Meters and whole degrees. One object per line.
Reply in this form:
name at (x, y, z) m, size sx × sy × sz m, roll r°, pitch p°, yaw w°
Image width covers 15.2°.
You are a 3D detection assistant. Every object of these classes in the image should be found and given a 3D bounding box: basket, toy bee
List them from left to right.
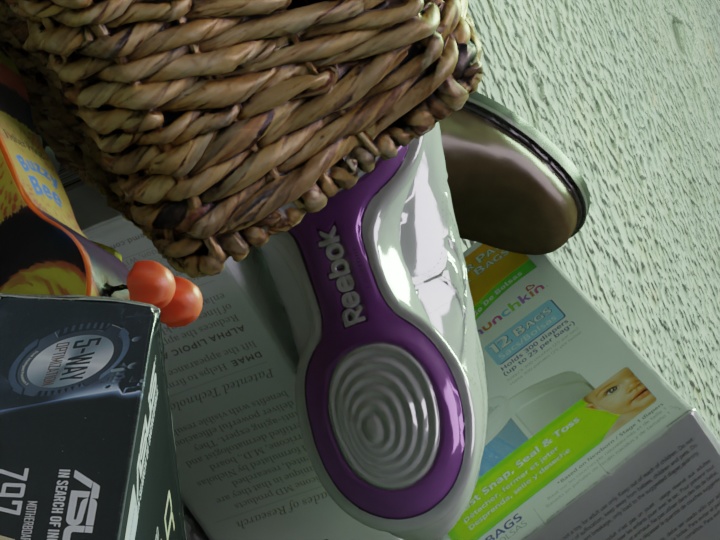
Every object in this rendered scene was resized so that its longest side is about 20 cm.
toy bee at (-0.100, 0.001, 0.787) m, size 0.131 × 0.108 × 0.201 m, roll -20°, pitch 90°, yaw -74°
basket at (-0.061, -0.116, 0.857) m, size 0.150 × 0.142 × 0.200 m, roll 61°, pitch -11°, yaw -28°

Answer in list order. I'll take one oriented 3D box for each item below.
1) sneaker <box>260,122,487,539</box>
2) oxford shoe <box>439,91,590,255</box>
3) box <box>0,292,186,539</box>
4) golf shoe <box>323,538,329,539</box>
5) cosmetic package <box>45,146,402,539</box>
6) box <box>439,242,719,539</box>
sneaker at (0.000, 0.000, 0.942) m, size 0.100 × 0.074 × 0.202 m, roll 57°, pitch 24°, yaw -72°
oxford shoe at (-0.001, -0.037, 1.086) m, size 0.199 × 0.073 × 0.085 m, roll 18°, pitch 49°, yaw -15°
box at (-0.078, 0.133, 0.676) m, size 0.161 × 0.043 × 0.201 m, roll 89°, pitch 5°, yaw -48°
golf shoe at (-0.046, 0.151, 0.873) m, size 0.200 × 0.077 × 0.089 m, roll -49°, pitch 134°, yaw -64°
cosmetic package at (-0.041, 0.027, 0.990) m, size 0.201 × 0.074 × 0.102 m, roll 57°, pitch 23°, yaw -33°
box at (0.076, 0.080, 1.099) m, size 0.102 × 0.112 × 0.200 m, roll 53°, pitch 0°, yaw -29°
